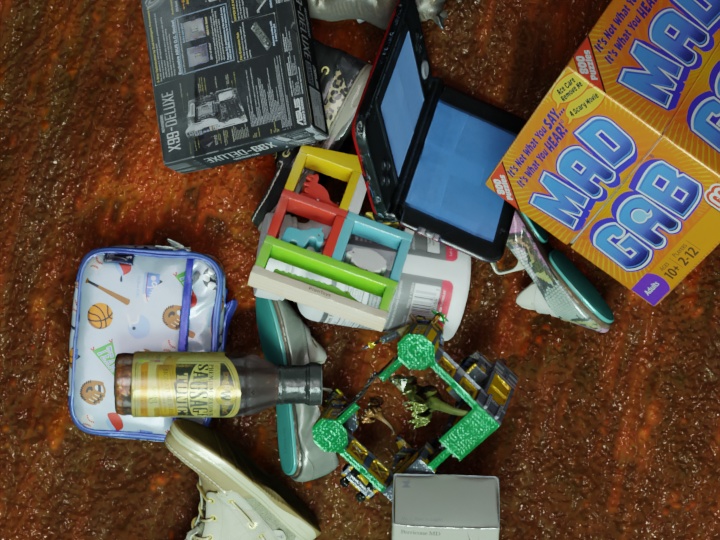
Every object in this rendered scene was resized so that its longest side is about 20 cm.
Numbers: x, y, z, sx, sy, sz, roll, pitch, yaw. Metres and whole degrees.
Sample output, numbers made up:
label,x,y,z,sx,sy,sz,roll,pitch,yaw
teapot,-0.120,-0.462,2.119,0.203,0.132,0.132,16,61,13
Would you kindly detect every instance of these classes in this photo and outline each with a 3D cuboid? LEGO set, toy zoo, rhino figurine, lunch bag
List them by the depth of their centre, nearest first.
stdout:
label,x,y,z,sx,sy,sz,roll,pitch,yaw
toy zoo,-0.015,-0.044,1.414,0.130,0.021,0.201,19,50,-1
LEGO set,0.057,0.125,1.470,0.153,0.116,0.201,36,118,0
rhino figurine,0.020,-0.282,1.494,0.198,0.060,0.088,8,109,2
lunch bag,-0.207,0.068,1.516,0.159,0.076,0.202,5,91,1

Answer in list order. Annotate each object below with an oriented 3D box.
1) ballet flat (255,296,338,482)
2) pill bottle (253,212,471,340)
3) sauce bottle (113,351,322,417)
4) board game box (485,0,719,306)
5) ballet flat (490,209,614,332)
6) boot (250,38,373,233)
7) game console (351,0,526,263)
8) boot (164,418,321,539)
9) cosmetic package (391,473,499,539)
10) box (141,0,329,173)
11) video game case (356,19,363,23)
label,x,y,z,sx,sy,sz,roll,pitch,yaw
ballet flat,-0.060,0.109,1.522,0.063,0.067,0.202,-9,90,-25
pill bottle,0.000,0.000,1.470,0.198,0.111,0.112,9,90,-9
sauce bottle,-0.136,0.108,1.453,0.198,0.066,0.067,-2,90,-4
board game box,0.273,-0.135,1.393,0.199,0.200,0.200,35,58,3
ballet flat,0.169,-0.009,1.507,0.071,0.069,0.201,-38,84,20
boot,-0.086,-0.152,1.512,0.150,0.073,0.201,35,100,7
game console,0.083,-0.136,1.431,0.118,0.173,0.201,2,46,18
boot,-0.153,0.249,1.484,0.155,0.072,0.200,-44,120,5
cosmetic package,0.079,0.293,1.452,0.102,0.073,0.201,1,125,3
box,-0.124,-0.208,1.456,0.156,0.050,0.202,-13,80,17
video game case,0.012,-0.373,1.535,0.142,0.017,0.201,-28,88,2
